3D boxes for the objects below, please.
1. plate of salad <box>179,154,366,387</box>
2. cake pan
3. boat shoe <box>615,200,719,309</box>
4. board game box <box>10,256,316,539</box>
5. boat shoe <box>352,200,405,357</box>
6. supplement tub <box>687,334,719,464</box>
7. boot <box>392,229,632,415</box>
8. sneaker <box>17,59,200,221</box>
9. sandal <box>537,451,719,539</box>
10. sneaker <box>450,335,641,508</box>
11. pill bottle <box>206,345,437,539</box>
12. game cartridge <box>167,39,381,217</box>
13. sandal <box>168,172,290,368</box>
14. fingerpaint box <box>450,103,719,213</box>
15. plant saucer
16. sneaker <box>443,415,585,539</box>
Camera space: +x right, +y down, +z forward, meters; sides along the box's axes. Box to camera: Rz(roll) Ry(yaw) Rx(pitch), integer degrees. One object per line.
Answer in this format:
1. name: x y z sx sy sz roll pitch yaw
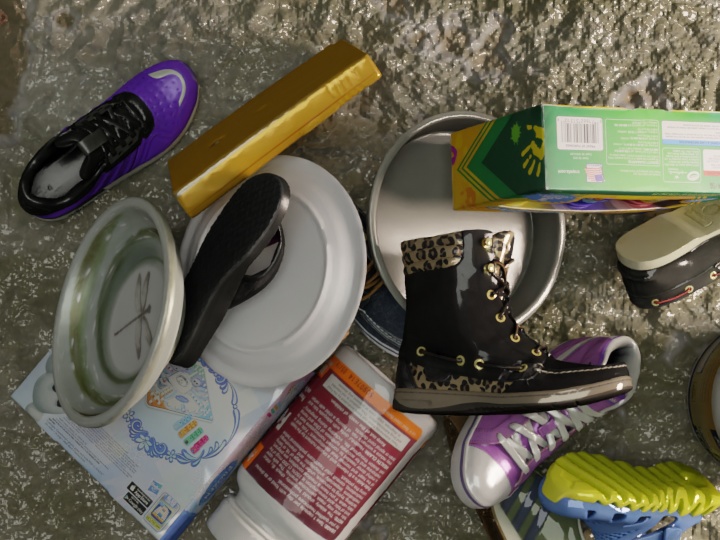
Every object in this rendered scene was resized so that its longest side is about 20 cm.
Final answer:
1. plate of salad: -0.074 0.001 1.389 0.199 0.048 0.201 -6 79 32
2. cake pan: 0.089 -0.039 1.425 0.199 0.037 0.201 2 85 -27
3. boat shoe: 0.322 -0.030 1.445 0.201 0.074 0.063 -25 125 -10
4. board game box: -0.177 0.102 1.442 0.200 0.043 0.199 40 90 19
5. boat shoe: 0.000 0.000 1.439 0.071 0.091 0.200 -39 86 0
6. supplement tub: 0.360 0.111 1.362 0.144 0.200 0.145 0 87 3
7. boot: 0.120 0.042 1.333 0.199 0.073 0.151 -5 81 20
8. sneaker: -0.227 -0.115 1.450 0.200 0.100 0.070 -41 88 0
9. sandal: 0.228 0.211 1.393 0.199 0.079 0.087 14 110 -36
10. sneaker: 0.163 0.120 1.373 0.073 0.114 0.201 50 61 -13
11. pill bottle: -0.036 0.175 1.420 0.114 0.114 0.200 40 89 4
12. game cartridge: -0.079 -0.128 1.409 0.200 0.176 0.033 -34 105 1
13. sandal: -0.105 -0.001 1.353 0.048 0.076 0.201 15 125 -32
14. fingerpaint box: 0.200 -0.089 1.365 0.199 0.167 0.074 0 86 -24
15. plant saucer: -0.198 0.040 1.384 0.050 0.200 0.201 17 87 -35
16. sneaker: 0.154 0.206 1.440 0.090 0.067 0.201 -23 81 -14
